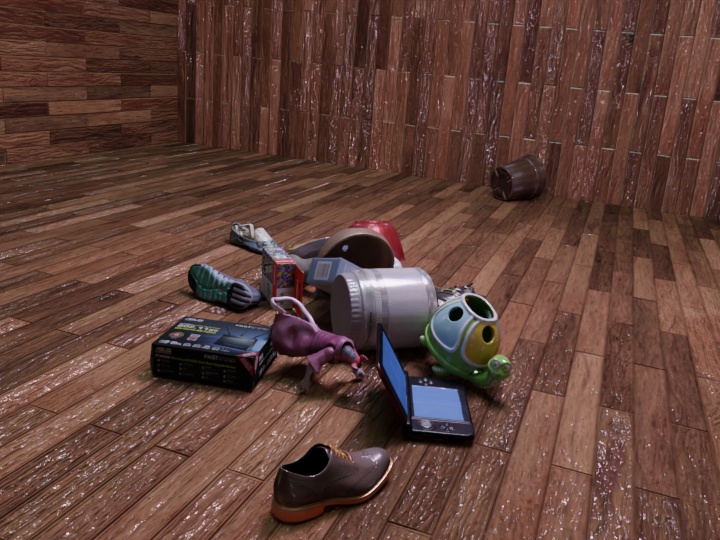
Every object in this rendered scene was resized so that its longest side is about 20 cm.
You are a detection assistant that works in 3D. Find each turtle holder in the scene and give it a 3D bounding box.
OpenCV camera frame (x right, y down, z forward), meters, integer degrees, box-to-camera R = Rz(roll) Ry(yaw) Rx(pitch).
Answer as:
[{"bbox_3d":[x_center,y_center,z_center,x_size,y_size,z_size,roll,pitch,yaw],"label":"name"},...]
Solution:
[{"bbox_3d":[0.197,0.130,1.303,0.137,0.134,0.187,19,30,-11],"label":"turtle holder"}]

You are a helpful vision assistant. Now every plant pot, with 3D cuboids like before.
[{"bbox_3d":[-0.025,-0.027,1.646,0.195,0.205,0.094,-2,37,-22],"label":"plant pot"},{"bbox_3d":[0.710,-0.411,3.190,0.194,0.206,0.199,-16,25,-31],"label":"plant pot"}]

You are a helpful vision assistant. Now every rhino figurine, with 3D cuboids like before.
[{"bbox_3d":[-0.157,0.007,1.725,0.195,0.090,0.060,9,15,22],"label":"rhino figurine"}]

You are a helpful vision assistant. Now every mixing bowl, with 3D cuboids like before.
[{"bbox_3d":[0.030,-0.084,1.971,0.194,0.112,0.200,-1,4,0],"label":"mixing bowl"}]

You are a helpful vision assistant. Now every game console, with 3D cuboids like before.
[{"bbox_3d":[0.105,0.182,1.175,0.167,0.122,0.201,5,17,1],"label":"game console"}]

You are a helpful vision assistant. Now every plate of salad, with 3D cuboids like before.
[{"bbox_3d":[-0.114,-0.049,1.816,0.195,0.049,0.201,-17,-19,-6],"label":"plate of salad"}]

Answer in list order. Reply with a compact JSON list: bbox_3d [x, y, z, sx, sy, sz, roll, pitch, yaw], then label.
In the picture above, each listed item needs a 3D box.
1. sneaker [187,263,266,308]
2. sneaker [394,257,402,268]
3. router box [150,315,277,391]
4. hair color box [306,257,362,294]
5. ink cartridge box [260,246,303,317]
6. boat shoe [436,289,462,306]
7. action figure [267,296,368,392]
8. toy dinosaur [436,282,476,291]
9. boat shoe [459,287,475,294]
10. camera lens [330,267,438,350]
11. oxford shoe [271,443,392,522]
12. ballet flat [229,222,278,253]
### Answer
[{"bbox_3d":[-0.314,0.042,1.632,0.197,0.076,0.087,24,7,29],"label":"sneaker"},{"bbox_3d":[0.000,0.000,1.746,0.197,0.082,0.129,8,13,43],"label":"sneaker"},{"bbox_3d":[-0.262,0.147,1.282,0.194,0.064,0.150,7,16,8],"label":"router box"},{"bbox_3d":[-0.014,0.033,1.552,0.097,0.062,0.198,3,-18,45],"label":"hair color box"},{"bbox_3d":[-0.183,0.026,1.618,0.049,0.112,0.200,-2,18,-22],"label":"ink cartridge box"},{"bbox_3d":[0.163,0.079,1.522,0.060,0.073,0.201,-37,8,-17],"label":"boat shoe"},{"bbox_3d":[-0.063,0.130,1.256,0.196,0.154,0.132,9,12,37],"label":"action figure"},{"bbox_3d":[0.232,0.058,1.753,0.087,0.049,0.197,-20,26,-40],"label":"toy dinosaur"},{"bbox_3d":[0.219,0.106,1.571,0.072,0.076,0.200,-16,13,23],"label":"boat shoe"},{"bbox_3d":[0.051,0.077,1.426,0.194,0.165,0.160,-1,17,-20],"label":"camera lens"},{"bbox_3d":[-0.029,0.267,0.937,0.197,0.075,0.070,-11,22,-42],"label":"oxford shoe"},{"bbox_3d":[-0.314,-0.098,2.061,0.196,0.077,0.074,16,20,32],"label":"ballet flat"}]
